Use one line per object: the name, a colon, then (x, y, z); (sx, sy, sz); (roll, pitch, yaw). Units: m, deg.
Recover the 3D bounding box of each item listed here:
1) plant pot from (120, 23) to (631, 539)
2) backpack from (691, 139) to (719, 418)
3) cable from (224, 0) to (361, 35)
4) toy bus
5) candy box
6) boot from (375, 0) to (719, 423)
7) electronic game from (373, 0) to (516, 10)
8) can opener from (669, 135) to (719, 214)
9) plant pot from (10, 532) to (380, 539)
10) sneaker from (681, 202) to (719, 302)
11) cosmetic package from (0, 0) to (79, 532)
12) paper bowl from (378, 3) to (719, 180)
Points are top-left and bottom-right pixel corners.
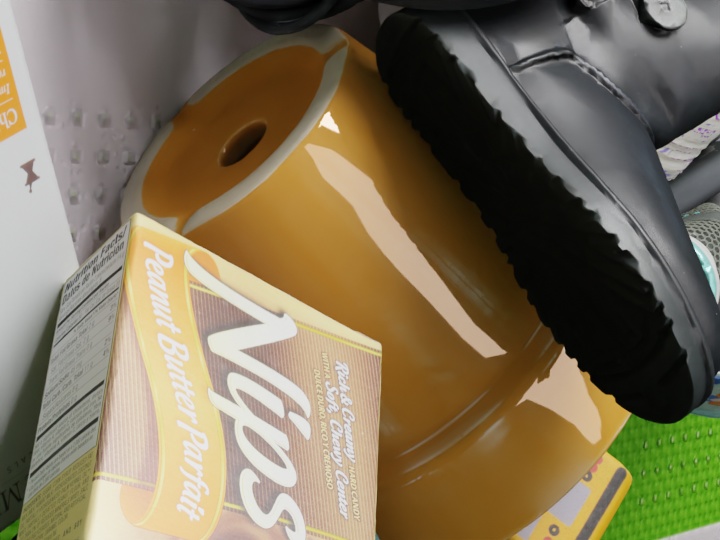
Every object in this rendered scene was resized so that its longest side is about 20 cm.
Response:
plant pot: (0.000, 0.000, 0.839); (0.183, 0.200, 0.200); (46, 58, -27)
backpack: (0.201, -0.019, 1.097); (0.200, 0.177, 0.151); (-57, 165, -21)
cable: (-0.035, -0.198, 0.794); (0.163, 0.051, 0.200); (6, 85, -15)
toy bus: (0.061, 0.123, 0.943); (0.078, 0.200, 0.065); (36, 70, -8)
candy box: (-0.054, 0.089, 0.658); (0.115, 0.055, 0.200); (30, 41, -27)
boot: (0.124, -0.059, 0.772); (0.168, 0.076, 0.200); (-29, 76, -27)
electronic game: (0.029, -0.196, 0.750); (0.042, 0.200, 0.200); (103, 7, -73)
can opener: (0.113, -0.017, 1.007); (0.200, 0.066, 0.053); (-32, 109, -3)
plant pot: (-0.089, 0.172, 0.742); (0.196, 0.200, 0.200); (-53, 134, -45)
sneaker: (0.123, 0.030, 0.976); (0.078, 0.200, 0.091); (55, 43, 0)
cosmetic package: (-0.164, -0.005, 0.699); (0.101, 0.071, 0.200); (-37, 124, -44)
paper bowl: (0.090, -0.121, 0.941); (0.104, 0.201, 0.201); (-48, 149, 20)
